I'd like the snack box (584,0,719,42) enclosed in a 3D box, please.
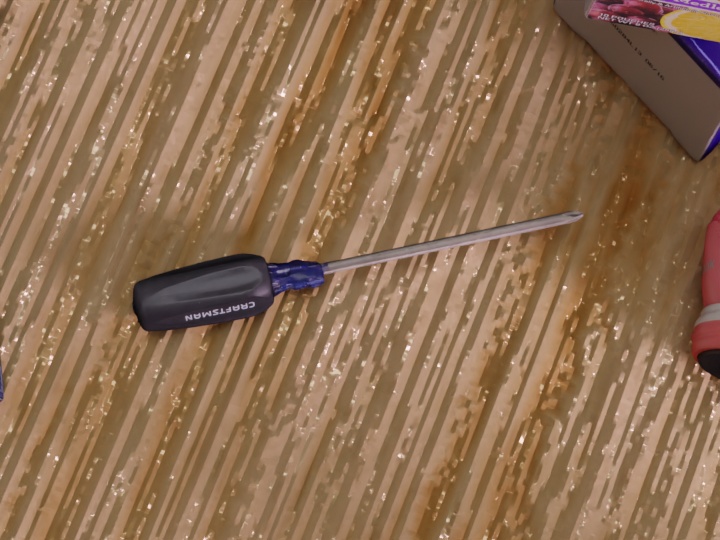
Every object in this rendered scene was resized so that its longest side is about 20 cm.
[{"bbox_3d":[0.166,-0.131,0.784,0.141,0.200,0.053,10,78,-1],"label":"snack box"}]

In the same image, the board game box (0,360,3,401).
[{"bbox_3d":[-0.262,-0.033,0.916,0.199,0.062,0.201,-8,77,-4],"label":"board game box"}]

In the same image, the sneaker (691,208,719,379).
[{"bbox_3d":[0.240,0.001,0.923,0.199,0.074,0.087,1,75,-2],"label":"sneaker"}]

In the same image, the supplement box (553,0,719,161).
[{"bbox_3d":[0.193,-0.158,0.945,0.200,0.103,0.101,-40,81,-9],"label":"supplement box"}]

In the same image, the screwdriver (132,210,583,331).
[{"bbox_3d":[0.000,0.000,0.938,0.199,0.028,0.029,-7,107,-5],"label":"screwdriver"}]
